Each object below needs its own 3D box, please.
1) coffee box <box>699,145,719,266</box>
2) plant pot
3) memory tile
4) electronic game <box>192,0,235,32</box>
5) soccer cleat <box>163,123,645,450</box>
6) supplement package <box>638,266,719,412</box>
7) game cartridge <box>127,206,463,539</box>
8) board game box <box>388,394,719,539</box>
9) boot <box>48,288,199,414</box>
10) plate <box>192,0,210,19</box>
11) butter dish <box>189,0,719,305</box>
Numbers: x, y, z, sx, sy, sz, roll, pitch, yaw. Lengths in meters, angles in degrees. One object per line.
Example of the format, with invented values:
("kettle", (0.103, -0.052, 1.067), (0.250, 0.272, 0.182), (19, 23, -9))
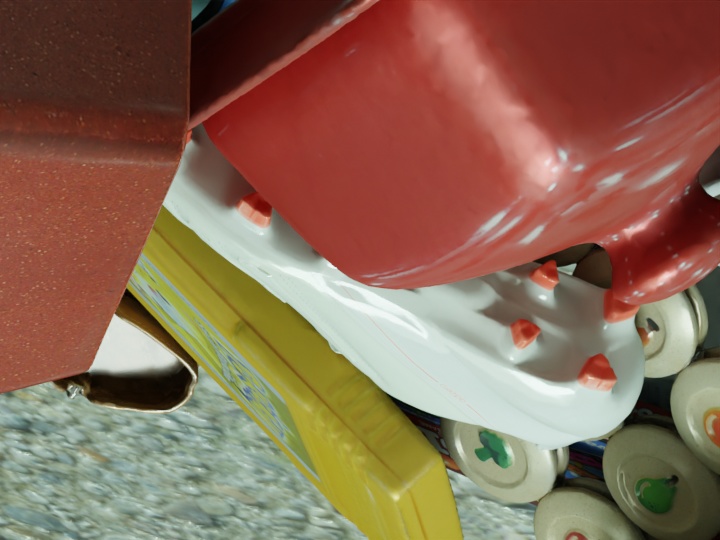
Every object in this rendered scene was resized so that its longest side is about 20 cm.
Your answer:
("coffee box", (0.181, -0.070, 0.884), (0.080, 0.113, 0.200), (27, 156, -19))
("plant pot", (-0.145, -0.069, 0.822), (0.176, 0.201, 0.200), (7, 148, -15))
("memory tile", (0.055, 0.019, 1.015), (0.200, 0.017, 0.153), (47, 141, 4))
("electronic game", (-0.103, -0.128, 0.962), (0.199, 0.042, 0.201), (10, 122, 17))
("soccer cleat", (0.000, 0.000, 0.961), (0.200, 0.069, 0.078), (31, 146, -5))
("supplement package", (0.185, 0.028, 1.090), (0.199, 0.117, 0.117), (14, 156, 12))
("game cartridge", (-0.040, 0.028, 1.081), (0.200, 0.032, 0.176), (47, 172, 17))
("board game box", (0.058, 0.059, 1.104), (0.200, 0.019, 0.103), (21, 158, 32))
("boot", (-0.154, -0.011, 1.224), (0.199, 0.155, 0.074), (13, 115, -10))
("plate", (-0.126, -0.147, 0.922), (0.199, 0.026, 0.201), (9, 119, 16))
("butter dish", (0.058, -0.057, 0.866), (0.148, 0.199, 0.200), (54, 150, -5))
